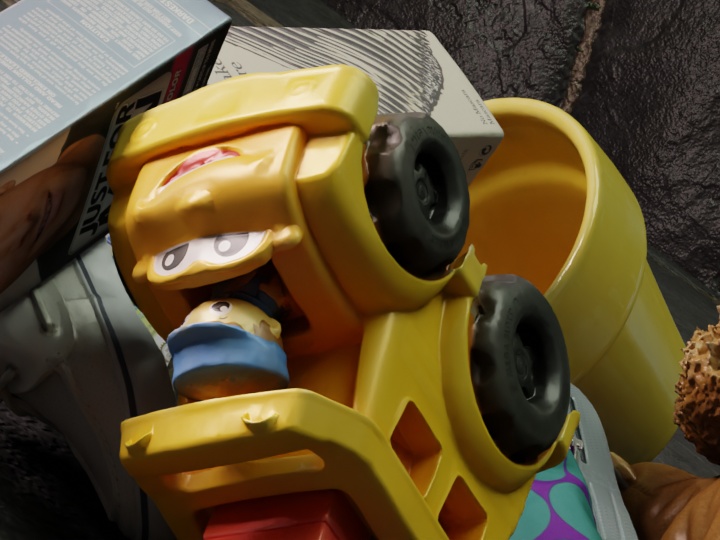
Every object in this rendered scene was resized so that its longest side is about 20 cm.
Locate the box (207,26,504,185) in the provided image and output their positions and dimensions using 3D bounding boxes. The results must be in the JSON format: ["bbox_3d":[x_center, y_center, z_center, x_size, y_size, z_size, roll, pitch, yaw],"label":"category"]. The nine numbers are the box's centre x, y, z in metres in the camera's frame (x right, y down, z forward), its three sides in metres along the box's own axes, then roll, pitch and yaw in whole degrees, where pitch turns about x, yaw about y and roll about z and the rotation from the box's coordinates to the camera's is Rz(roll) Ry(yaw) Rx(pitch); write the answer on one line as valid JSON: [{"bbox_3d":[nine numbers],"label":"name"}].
[{"bbox_3d":[-0.028,-0.070,1.084,0.199,0.068,0.082,-6,53,-47],"label":"box"}]

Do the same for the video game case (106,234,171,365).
[{"bbox_3d":[-0.089,0.010,1.018,0.182,0.022,0.200,38,35,1],"label":"video game case"}]

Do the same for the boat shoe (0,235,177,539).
[{"bbox_3d":[-0.127,0.031,0.893,0.069,0.071,0.201,-11,57,-22],"label":"boat shoe"}]

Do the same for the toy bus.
[{"bbox_3d":[-0.025,0.057,0.801,0.201,0.135,0.193,58,37,-31],"label":"toy bus"}]

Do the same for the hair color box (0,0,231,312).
[{"bbox_3d":[-0.140,-0.037,0.833,0.061,0.099,0.200,37,44,13],"label":"hair color box"}]

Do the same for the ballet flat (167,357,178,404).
[{"bbox_3d":[-0.049,0.029,0.976,0.068,0.046,0.200,68,30,-26],"label":"ballet flat"}]

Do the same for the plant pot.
[{"bbox_3d":[0.101,0.031,1.318,0.189,0.201,0.201,44,2,-38],"label":"plant pot"}]

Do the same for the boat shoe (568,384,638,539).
[{"bbox_3d":[0.100,0.136,1.139,0.072,0.062,0.201,31,29,-19],"label":"boat shoe"}]

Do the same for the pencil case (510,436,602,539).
[{"bbox_3d":[0.081,0.128,1.004,0.092,0.086,0.200,-10,34,-9],"label":"pencil case"}]

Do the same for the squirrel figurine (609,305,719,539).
[{"bbox_3d":[0.204,0.126,1.172,0.141,0.201,0.187,19,2,-23],"label":"squirrel figurine"}]
